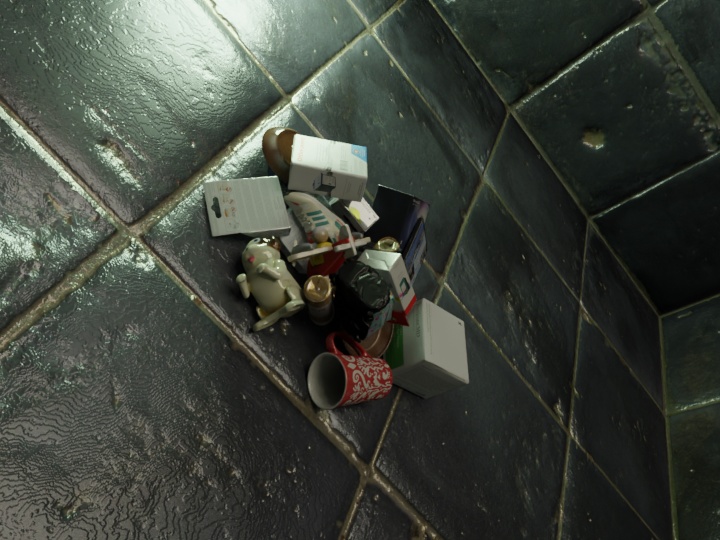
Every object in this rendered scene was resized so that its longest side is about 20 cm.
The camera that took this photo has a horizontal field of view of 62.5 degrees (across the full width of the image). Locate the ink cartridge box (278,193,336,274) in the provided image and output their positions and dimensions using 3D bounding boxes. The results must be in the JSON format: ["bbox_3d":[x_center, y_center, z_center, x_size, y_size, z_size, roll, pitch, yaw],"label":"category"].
[{"bbox_3d":[-0.131,-0.095,1.620,0.201,0.043,0.197,54,55,-21],"label":"ink cartridge box"}]

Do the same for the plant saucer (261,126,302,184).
[{"bbox_3d":[-0.185,-0.324,1.662,0.199,0.036,0.203,27,49,-34],"label":"plant saucer"}]

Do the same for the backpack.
[{"bbox_3d":[0.009,0.086,1.466,0.125,0.201,0.167,-27,60,-21],"label":"backpack"}]

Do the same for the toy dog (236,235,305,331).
[{"bbox_3d":[-0.213,0.014,1.433,0.193,0.139,0.202,-19,80,-60],"label":"toy dog"}]

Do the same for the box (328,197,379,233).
[{"bbox_3d":[-0.037,-0.161,1.688,0.060,0.199,0.117,-43,103,-18],"label":"box"}]

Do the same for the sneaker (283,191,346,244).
[{"bbox_3d":[-0.126,-0.127,1.558,0.199,0.070,0.095,34,66,-32],"label":"sneaker"}]

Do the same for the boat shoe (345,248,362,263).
[{"bbox_3d":[0.039,-0.021,1.732,0.198,0.063,0.073,31,52,11],"label":"boat shoe"}]

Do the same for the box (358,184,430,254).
[{"bbox_3d":[0.107,-0.133,1.774,0.199,0.122,0.202,1,106,-68],"label":"box"}]

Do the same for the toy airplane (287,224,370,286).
[{"bbox_3d":[-0.077,-0.057,1.493,0.142,0.197,0.200,60,4,19],"label":"toy airplane"}]

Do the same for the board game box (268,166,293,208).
[{"bbox_3d":[-0.169,-0.229,1.697,0.198,0.061,0.203,23,51,-36],"label":"board game box"}]

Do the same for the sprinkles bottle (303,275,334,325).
[{"bbox_3d":[-0.101,0.078,1.473,0.067,0.201,0.069,0,69,-1],"label":"sprinkles bottle"}]

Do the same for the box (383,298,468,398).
[{"bbox_3d":[0.185,0.227,1.705,0.199,0.170,0.202,30,47,-35],"label":"box"}]

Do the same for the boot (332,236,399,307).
[{"bbox_3d":[0.000,0.000,1.621,0.066,0.200,0.175,47,35,7],"label":"boot"}]

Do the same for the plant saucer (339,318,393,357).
[{"bbox_3d":[0.011,0.146,1.622,0.198,0.036,0.204,2,87,-42],"label":"plant saucer"}]

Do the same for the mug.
[{"bbox_3d":[-0.014,0.253,1.489,0.198,0.132,0.181,10,93,-49],"label":"mug"}]

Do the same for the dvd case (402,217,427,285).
[{"bbox_3d":[0.165,-0.050,1.795,0.201,0.017,0.144,70,41,-62],"label":"dvd case"}]

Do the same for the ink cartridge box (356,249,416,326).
[{"bbox_3d":[0.071,0.047,1.547,0.068,0.115,0.202,-53,137,-34],"label":"ink cartridge box"}]

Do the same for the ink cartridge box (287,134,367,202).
[{"bbox_3d":[-0.085,-0.270,1.555,0.196,0.087,0.148,8,43,-8],"label":"ink cartridge box"}]

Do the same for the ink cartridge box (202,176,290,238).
[{"bbox_3d":[-0.289,-0.155,1.504,0.197,0.047,0.162,-8,65,-20],"label":"ink cartridge box"}]
